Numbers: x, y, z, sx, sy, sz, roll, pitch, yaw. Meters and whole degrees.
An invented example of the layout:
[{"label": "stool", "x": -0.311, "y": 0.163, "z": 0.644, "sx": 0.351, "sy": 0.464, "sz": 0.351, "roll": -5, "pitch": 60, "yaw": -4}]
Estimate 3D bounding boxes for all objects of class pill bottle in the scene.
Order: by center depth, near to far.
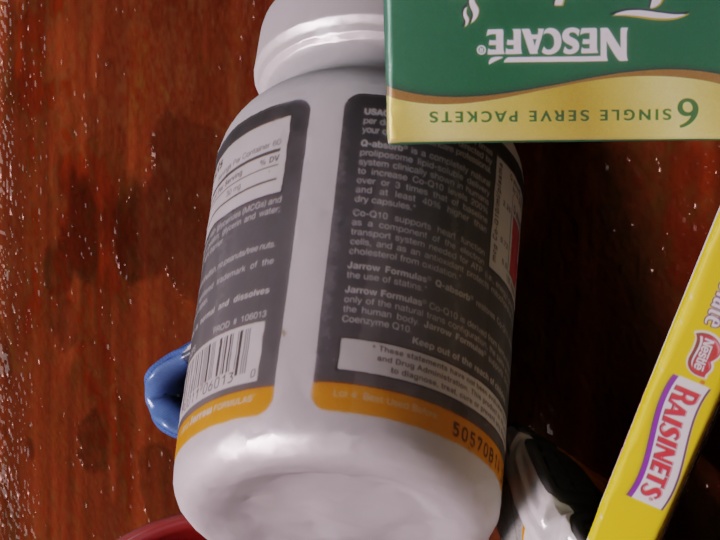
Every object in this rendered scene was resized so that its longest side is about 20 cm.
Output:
[{"label": "pill bottle", "x": 0.000, "y": 0.000, "z": 0.934, "sx": 0.116, "sy": 0.116, "sz": 0.201, "roll": -38, "pitch": 39, "yaw": 52}]

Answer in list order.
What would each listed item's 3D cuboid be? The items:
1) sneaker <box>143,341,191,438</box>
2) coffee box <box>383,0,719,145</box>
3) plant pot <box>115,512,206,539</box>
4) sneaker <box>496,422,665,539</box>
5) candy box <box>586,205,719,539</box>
[{"label": "sneaker", "x": -0.019, "y": 0.051, "z": 1.046, "sx": 0.200, "sy": 0.085, "sz": 0.077, "roll": -10, "pitch": 87, "yaw": 55}, {"label": "coffee box", "x": 0.066, "y": -0.141, "z": 0.857, "sx": 0.044, "sy": 0.122, "sz": 0.201, "roll": -82, "pitch": -7, "yaw": -81}, {"label": "plant pot", "x": -0.080, "y": 0.209, "z": 1.090, "sx": 0.177, "sy": 0.200, "sz": 0.201, "roll": 151, "pitch": 109, "yaw": -64}, {"label": "sneaker", "x": 0.067, "y": 0.137, "z": 0.891, "sx": 0.092, "sy": 0.076, "sz": 0.200, "roll": -45, "pitch": 35, "yaw": 18}, {"label": "candy box", "x": 0.119, "y": 0.002, "z": 0.829, "sx": 0.026, "sy": 0.102, "sz": 0.201, "roll": 22, "pitch": 122, "yaw": 6}]
